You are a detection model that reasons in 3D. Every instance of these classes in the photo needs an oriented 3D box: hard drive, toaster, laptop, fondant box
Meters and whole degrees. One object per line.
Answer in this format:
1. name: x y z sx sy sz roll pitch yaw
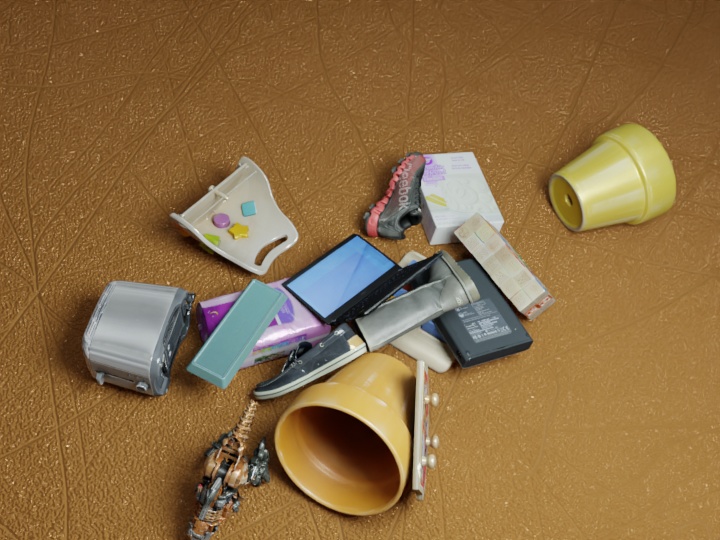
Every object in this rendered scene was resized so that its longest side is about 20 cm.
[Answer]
1. hard drive: 0.191 0.068 1.303 0.139 0.033 0.200 -12 53 -24
2. toaster: -0.349 0.095 1.177 0.129 0.114 0.200 11 53 0
3. laptop: 0.000 0.000 1.210 0.177 0.200 0.103 -37 96 -28
4. fondant box: 0.185 -0.149 1.512 0.144 0.058 0.200 -6 52 -15

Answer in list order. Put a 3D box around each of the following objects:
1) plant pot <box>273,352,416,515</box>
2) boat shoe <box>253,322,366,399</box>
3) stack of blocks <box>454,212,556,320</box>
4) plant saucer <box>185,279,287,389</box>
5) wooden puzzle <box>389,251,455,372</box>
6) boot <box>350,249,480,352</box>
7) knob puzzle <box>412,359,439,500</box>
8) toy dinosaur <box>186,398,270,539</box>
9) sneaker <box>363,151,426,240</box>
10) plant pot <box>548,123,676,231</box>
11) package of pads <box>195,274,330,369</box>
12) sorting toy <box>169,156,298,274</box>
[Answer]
1. plant pot: 0.003 0.224 1.109 0.200 0.200 0.183 27 36 10
2. boat shoe: -0.086 0.144 1.167 0.062 0.200 0.075 61 17 3
3. stack of blocks: 0.269 -0.005 1.374 0.059 0.115 0.200 -42 61 12
4. plant saucer: -0.191 0.092 1.174 0.070 0.019 0.200 25 53 8
5. wooden puzzle: 0.120 0.062 1.339 0.185 0.046 0.200 30 53 12
6. boot: 0.078 0.051 1.229 0.200 0.073 0.182 -30 18 -1
7. knob puzzle: 0.101 0.237 1.104 0.030 0.220 0.220 1 51 8
8. toy dinosaur: -0.180 0.282 1.042 0.102 0.136 0.200 43 97 4
9. sneaker: 0.089 -0.140 1.447 0.098 0.071 0.200 22 69 21
10. plant pot: 0.498 -0.173 1.518 0.189 0.201 0.201 -23 59 -10
11. package of pads: -0.163 0.087 1.244 0.200 0.076 0.121 -15 54 -22
12. sorting toy: -0.214 -0.078 1.356 0.180 0.107 0.200 37 53 8
